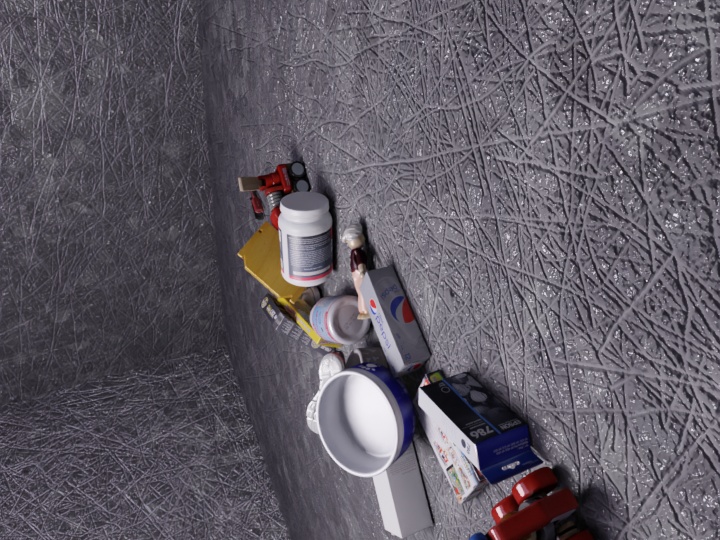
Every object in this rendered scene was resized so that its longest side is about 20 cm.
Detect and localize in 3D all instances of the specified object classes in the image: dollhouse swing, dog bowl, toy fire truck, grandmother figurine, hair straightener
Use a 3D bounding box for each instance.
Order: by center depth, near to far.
[{"bbox_3d":[0.204,0.364,0.740,0.114,0.163,0.204,60,152,35],"label":"toy fire truck"},{"bbox_3d":[0.009,0.289,1.087,0.194,0.078,0.208,5,99,34],"label":"dog bowl"},{"bbox_3d":[0.000,0.000,1.209,0.121,0.059,0.208,167,94,-69],"label":"grandmother figurine"},{"bbox_3d":[0.001,0.269,1.234,0.200,0.057,0.208,-167,89,-76],"label":"dog bowl"},{"bbox_3d":[-0.230,-0.195,1.483,0.129,0.194,0.182,139,116,-65],"label":"toy fire truck"},{"bbox_3d":[-0.235,-0.004,1.552,0.199,0.183,0.176,40,151,-4],"label":"dollhouse swing"},{"bbox_3d":[-0.402,-0.251,2.083,0.079,0.040,0.202,100,150,-41],"label":"hair straightener"}]

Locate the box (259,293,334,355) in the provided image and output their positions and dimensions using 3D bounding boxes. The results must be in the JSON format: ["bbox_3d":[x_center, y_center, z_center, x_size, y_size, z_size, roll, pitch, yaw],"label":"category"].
[{"bbox_3d":[-0.177,0.153,1.558,0.050,0.198,0.161,-55,35,1],"label":"box"}]

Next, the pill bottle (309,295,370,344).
[{"bbox_3d":[-0.058,0.117,1.335,0.199,0.105,0.113,171,87,-68],"label":"pill bottle"}]

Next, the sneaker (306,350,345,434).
[{"bbox_3d":[-0.067,0.281,1.283,0.082,0.075,0.207,-35,-37,-71],"label":"sneaker"}]

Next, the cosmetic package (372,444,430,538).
[{"bbox_3d":[0.078,0.455,1.202,0.107,0.082,0.207,150,106,-67],"label":"cosmetic package"}]

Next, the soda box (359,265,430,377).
[{"bbox_3d":[0.064,0.097,1.086,0.069,0.061,0.205,116,137,-56],"label":"soda box"}]

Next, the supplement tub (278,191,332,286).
[{"bbox_3d":[-0.137,-0.079,1.392,0.140,0.136,0.207,-134,39,-52],"label":"supplement tub"}]

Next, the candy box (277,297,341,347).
[{"bbox_3d":[-0.138,0.137,1.503,0.199,0.101,0.027,41,105,36],"label":"candy box"}]

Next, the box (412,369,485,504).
[{"bbox_3d":[0.160,0.295,0.988,0.112,0.034,0.204,106,145,-49],"label":"box"}]

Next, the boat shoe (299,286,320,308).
[{"bbox_3d":[-0.169,0.099,1.652,0.200,0.063,0.076,140,116,-65],"label":"boat shoe"}]

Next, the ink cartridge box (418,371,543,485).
[{"bbox_3d":[0.176,0.228,0.833,0.199,0.096,0.041,-141,44,-56],"label":"ink cartridge box"}]
